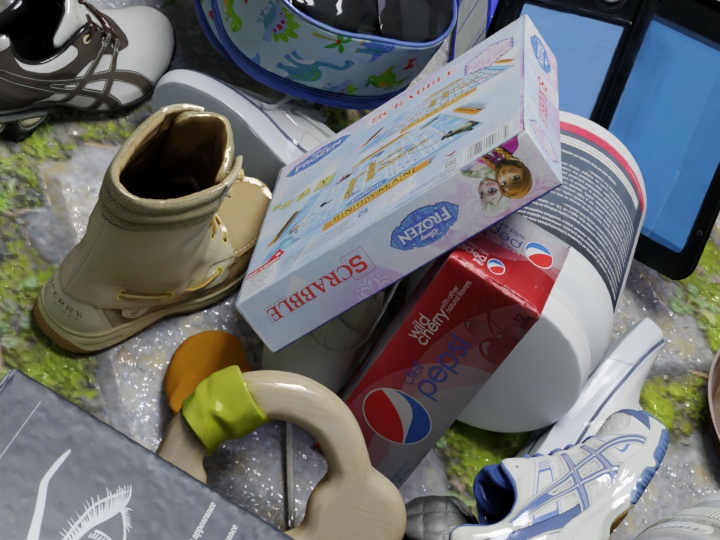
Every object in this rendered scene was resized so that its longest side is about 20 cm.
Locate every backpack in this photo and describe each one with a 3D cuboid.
[{"bbox_3d":[-0.028,-0.210,1.162,0.182,0.147,0.201,8,57,-27],"label":"backpack"}]

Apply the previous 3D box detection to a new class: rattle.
[{"bbox_3d":[-0.034,0.134,1.004,0.199,0.143,0.131,30,80,-15],"label":"rattle"}]

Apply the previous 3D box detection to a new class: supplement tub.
[{"bbox_3d":[0.112,-0.003,1.137,0.140,0.141,0.200,30,43,-4],"label":"supplement tub"}]

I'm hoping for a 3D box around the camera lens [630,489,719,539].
[{"bbox_3d":[0.251,0.209,1.021,0.199,0.160,0.160,-16,62,-39],"label":"camera lens"}]

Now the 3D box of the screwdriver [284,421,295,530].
[{"bbox_3d":[-0.045,0.073,1.062,0.028,0.029,0.201,12,47,-21],"label":"screwdriver"}]

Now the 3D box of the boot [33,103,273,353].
[{"bbox_3d":[-0.103,-0.043,1.035,0.073,0.156,0.200,47,45,14],"label":"boot"}]

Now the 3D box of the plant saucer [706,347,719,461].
[{"bbox_3d":[0.333,0.131,1.228,0.199,0.035,0.201,16,48,-19],"label":"plant saucer"}]

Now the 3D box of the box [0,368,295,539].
[{"bbox_3d":[-0.144,0.173,0.862,0.199,0.104,0.148,32,44,-1],"label":"box"}]

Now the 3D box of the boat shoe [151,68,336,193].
[{"bbox_3d":[-0.048,-0.089,1.167,0.201,0.075,0.086,31,44,-7],"label":"boat shoe"}]

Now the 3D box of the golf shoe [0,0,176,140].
[{"bbox_3d":[-0.189,-0.152,1.125,0.078,0.095,0.200,45,43,13],"label":"golf shoe"}]

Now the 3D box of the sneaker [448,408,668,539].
[{"bbox_3d":[0.117,0.130,0.995,0.088,0.075,0.200,34,38,9],"label":"sneaker"}]

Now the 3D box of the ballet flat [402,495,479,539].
[{"bbox_3d":[0.078,0.221,0.988,0.057,0.067,0.200,-20,58,-26],"label":"ballet flat"}]

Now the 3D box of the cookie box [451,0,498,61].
[{"bbox_3d":[0.166,-0.184,1.360,0.170,0.075,0.201,22,39,-12],"label":"cookie box"}]

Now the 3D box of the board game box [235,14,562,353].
[{"bbox_3d":[0.028,-0.057,1.009,0.041,0.199,0.200,53,21,-19],"label":"board game box"}]

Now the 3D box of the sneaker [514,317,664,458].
[{"bbox_3d":[0.160,0.113,1.127,0.071,0.073,0.200,44,53,-2],"label":"sneaker"}]

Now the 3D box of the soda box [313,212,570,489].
[{"bbox_3d":[0.046,0.049,1.010,0.063,0.200,0.070,33,43,-1],"label":"soda box"}]

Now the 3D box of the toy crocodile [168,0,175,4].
[{"bbox_3d":[-0.053,-0.201,1.276,0.199,0.062,0.068,10,62,-27],"label":"toy crocodile"}]

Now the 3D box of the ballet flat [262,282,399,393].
[{"bbox_3d":[0.000,0.000,1.071,0.069,0.070,0.200,33,56,-1],"label":"ballet flat"}]

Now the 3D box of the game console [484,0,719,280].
[{"bbox_3d":[0.177,-0.114,1.210,0.175,0.201,0.116,10,23,-23],"label":"game console"}]
